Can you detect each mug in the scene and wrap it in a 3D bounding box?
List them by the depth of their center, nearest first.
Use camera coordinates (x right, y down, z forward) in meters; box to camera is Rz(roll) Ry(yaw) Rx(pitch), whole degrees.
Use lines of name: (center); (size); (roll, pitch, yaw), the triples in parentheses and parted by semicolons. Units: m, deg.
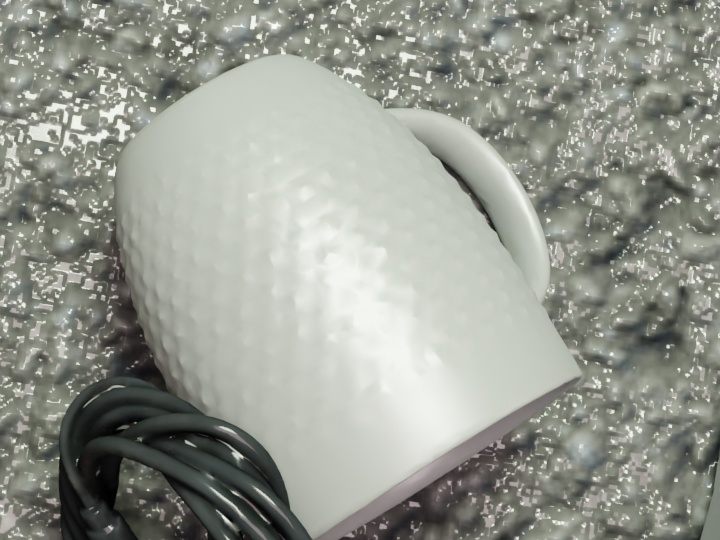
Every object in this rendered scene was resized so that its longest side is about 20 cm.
mug: (0.000, 0.000, 0.885); (0.200, 0.148, 0.176); (-25, 79, -40)

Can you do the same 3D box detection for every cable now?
cable: (-0.063, 0.135, 0.843); (0.051, 0.163, 0.200); (-24, 89, -29)

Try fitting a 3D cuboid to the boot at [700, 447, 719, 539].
boot: (0.211, 0.098, 0.939); (0.095, 0.074, 0.200); (24, 80, -21)
